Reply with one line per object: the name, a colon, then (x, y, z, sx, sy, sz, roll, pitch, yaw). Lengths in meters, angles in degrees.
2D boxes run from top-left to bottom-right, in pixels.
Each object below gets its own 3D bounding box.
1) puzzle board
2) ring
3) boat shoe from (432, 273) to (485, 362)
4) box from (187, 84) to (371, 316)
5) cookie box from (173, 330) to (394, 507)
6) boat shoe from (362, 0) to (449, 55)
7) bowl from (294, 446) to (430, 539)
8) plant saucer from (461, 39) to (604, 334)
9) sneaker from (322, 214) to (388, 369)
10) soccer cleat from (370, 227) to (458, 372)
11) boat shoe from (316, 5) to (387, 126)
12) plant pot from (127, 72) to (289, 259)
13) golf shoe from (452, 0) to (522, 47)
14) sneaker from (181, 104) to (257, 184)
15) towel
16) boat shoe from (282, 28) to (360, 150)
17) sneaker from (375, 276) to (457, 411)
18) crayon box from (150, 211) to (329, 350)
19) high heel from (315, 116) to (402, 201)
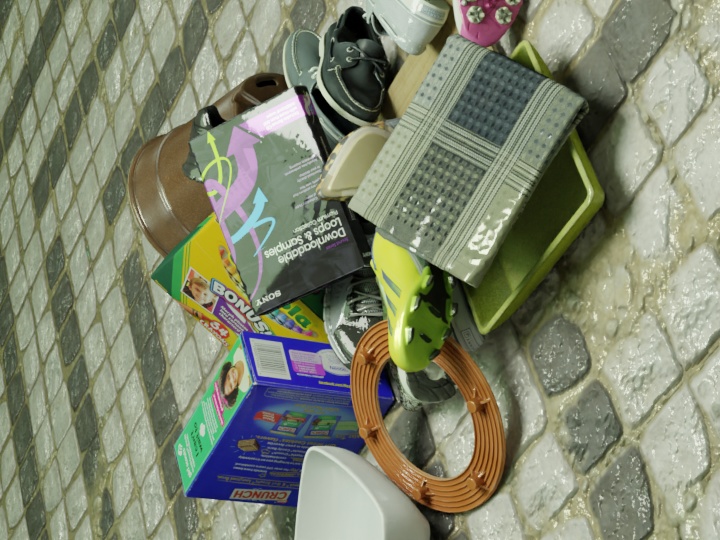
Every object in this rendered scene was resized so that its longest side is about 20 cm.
puzzle board: (0.082, -0.180, 1.685, 0.201, 0.017, 0.151, -58, 39, 38)
ring: (0.058, 0.142, 1.564, 0.200, 0.019, 0.202, 24, 125, 39)
boat shoe: (0.061, -0.001, 1.593, 0.066, 0.074, 0.201, -23, 51, 8)
box: (-0.082, -0.070, 1.680, 0.142, 0.036, 0.201, -24, 86, 25)
cookie box: (-0.086, 0.166, 1.751, 0.201, 0.170, 0.076, -57, 36, 37)
boat shoe: (0.031, -0.283, 1.719, 0.072, 0.070, 0.201, -61, 28, 17)
bowl: (0.005, 0.288, 1.640, 0.199, 0.074, 0.202, 33, 123, 58)
plant saucer: (0.151, -0.074, 1.509, 0.200, 0.048, 0.201, -55, 39, 40)
sneaker: (0.000, 0.000, 1.701, 0.116, 0.074, 0.202, 109, 156, -61)
soccer cleat: (0.044, 0.007, 1.525, 0.083, 0.065, 0.202, -17, 55, 36)
boat shoe: (-0.002, -0.228, 1.775, 0.066, 0.074, 0.200, -56, 19, 27)
plant pot: (-0.136, -0.118, 1.899, 0.198, 0.199, 0.202, -35, 54, 42)
golf shoe: (0.119, -0.309, 1.606, 0.091, 0.075, 0.202, 150, 128, -68)
sneaker: (-0.095, -0.128, 1.735, 0.076, 0.198, 0.092, -45, -37, -73)
towel: (0.096, -0.100, 1.473, 0.192, 0.034, 0.201, 34, 92, 44)
boat shoe: (-0.033, -0.200, 1.828, 0.062, 0.072, 0.201, 118, 139, -55)
sneaker: (0.044, 0.054, 1.652, 0.089, 0.076, 0.202, 128, 141, -55)
crayon box: (-0.115, 0.028, 1.814, 0.172, 0.200, 0.058, -35, 15, 53)
high heel: (-0.003, -0.101, 1.638, 0.142, 0.200, 0.072, -27, 98, 52)
